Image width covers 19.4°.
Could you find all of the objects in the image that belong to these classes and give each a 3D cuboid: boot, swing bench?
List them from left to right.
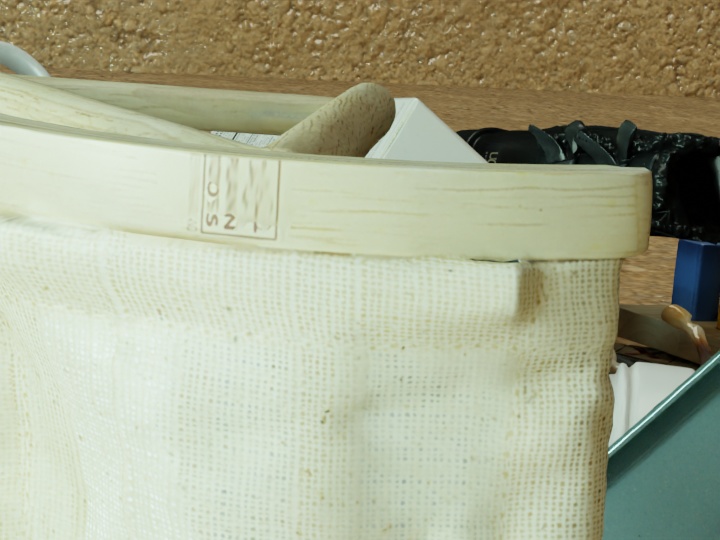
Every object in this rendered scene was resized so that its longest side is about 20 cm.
[{"bbox_3d":[-0.036,0.064,0.439,0.129,0.201,0.200,2,9,-13],"label":"swing bench"},{"bbox_3d":[0.158,-0.048,1.183,0.162,0.074,0.197,4,0,44],"label":"boot"}]

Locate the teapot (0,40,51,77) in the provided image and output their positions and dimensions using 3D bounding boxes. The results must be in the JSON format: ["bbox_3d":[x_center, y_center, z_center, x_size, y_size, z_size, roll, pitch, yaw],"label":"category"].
[{"bbox_3d":[-0.277,-0.074,1.132,0.196,0.147,0.200,-12,-17,9],"label":"teapot"}]

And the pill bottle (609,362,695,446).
[{"bbox_3d":[0.011,0.066,0.709,0.198,0.113,0.112,5,10,4],"label":"pill bottle"}]

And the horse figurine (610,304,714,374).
[{"bbox_3d":[0.106,0.064,0.873,0.199,0.050,0.133,10,36,-31],"label":"horse figurine"}]

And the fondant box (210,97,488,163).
[{"bbox_3d":[0.011,-0.031,1.165,0.144,0.058,0.200,40,-16,-27],"label":"fondant box"}]

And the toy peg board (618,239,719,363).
[{"bbox_3d":[0.283,0.009,1.186,0.199,0.099,0.199,2,10,-31],"label":"toy peg board"}]

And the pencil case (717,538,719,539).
[{"bbox_3d":[0.128,0.121,0.496,0.084,0.093,0.200,13,10,-10],"label":"pencil case"}]

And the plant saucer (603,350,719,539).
[{"bbox_3d":[0.124,0.052,0.606,0.070,0.200,0.019,53,22,19],"label":"plant saucer"}]

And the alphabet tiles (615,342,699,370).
[{"bbox_3d":[0.092,0.051,1.152,0.198,0.008,0.167,9,11,22],"label":"alphabet tiles"}]

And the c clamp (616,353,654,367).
[{"bbox_3d":[0.088,0.055,1.045,0.170,0.027,0.200,6,7,-21],"label":"c clamp"}]
